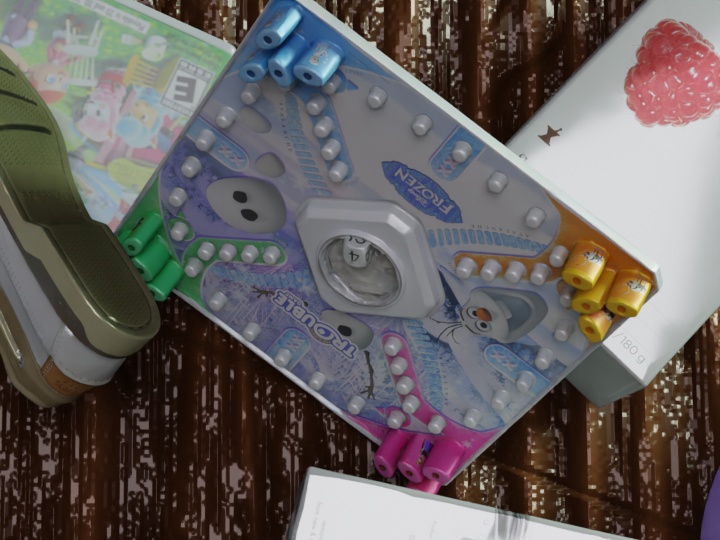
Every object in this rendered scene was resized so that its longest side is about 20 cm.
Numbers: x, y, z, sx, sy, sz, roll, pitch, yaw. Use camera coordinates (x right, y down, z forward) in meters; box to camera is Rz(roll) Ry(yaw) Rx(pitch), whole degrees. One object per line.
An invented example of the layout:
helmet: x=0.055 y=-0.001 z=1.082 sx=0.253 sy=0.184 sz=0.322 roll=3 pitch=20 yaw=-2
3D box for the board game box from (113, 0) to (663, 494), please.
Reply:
board game box: x=0.000 y=0.000 z=0.903 sx=0.200 sy=0.200 sz=0.026 roll=37 pitch=48 yaw=-4

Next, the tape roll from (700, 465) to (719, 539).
tape roll: x=0.265 y=0.136 z=0.966 sx=0.200 sy=0.066 sz=0.200 roll=1 pitch=80 yaw=-3

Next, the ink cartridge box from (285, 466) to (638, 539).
ink cartridge box: x=0.064 y=0.145 z=0.928 sx=0.200 sy=0.116 sz=0.067 roll=13 pitch=80 yaw=-2

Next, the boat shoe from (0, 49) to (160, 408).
boat shoe: x=-0.168 y=-0.029 z=0.938 sx=0.068 sy=0.075 sz=0.200 roll=-42 pitch=63 yaw=24

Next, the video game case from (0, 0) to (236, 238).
video game case: x=-0.187 y=-0.068 z=0.994 sx=0.200 sy=0.022 sz=0.182 roll=25 pitch=81 yaw=1

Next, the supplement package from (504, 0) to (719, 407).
supplement package: x=0.145 y=-0.051 z=0.960 sx=0.121 sy=0.120 sz=0.200 roll=43 pitch=81 yaw=4
